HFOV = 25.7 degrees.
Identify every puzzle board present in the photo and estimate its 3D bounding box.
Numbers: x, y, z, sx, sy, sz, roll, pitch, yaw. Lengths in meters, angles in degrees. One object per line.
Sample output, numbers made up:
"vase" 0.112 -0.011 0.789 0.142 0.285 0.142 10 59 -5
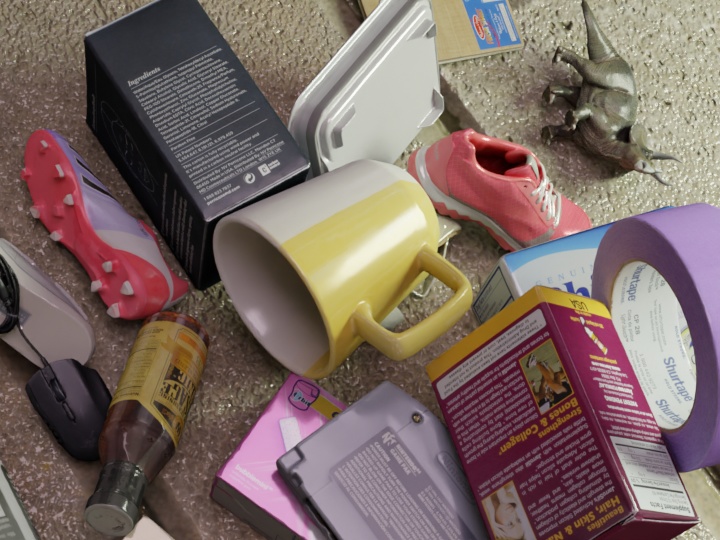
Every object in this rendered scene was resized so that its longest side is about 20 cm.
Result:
"puzzle board" 0.062 -0.292 1.565 0.149 0.017 0.201 -11 69 -18

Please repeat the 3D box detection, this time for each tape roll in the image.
"tape roll" 0.252 0.052 1.225 0.065 0.200 0.202 -12 68 -16

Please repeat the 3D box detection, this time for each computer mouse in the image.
"computer mouse" -0.257 0.071 1.269 0.058 0.034 0.201 -32 106 1

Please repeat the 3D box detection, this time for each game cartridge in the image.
"game cartridge" 0.042 0.194 1.249 0.133 0.042 0.200 -32 77 -25

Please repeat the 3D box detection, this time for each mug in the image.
"mug" -0.005 0.000 1.285 0.153 0.150 0.187 -34 78 -28

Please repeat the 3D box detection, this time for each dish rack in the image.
"dish rack" 0.014 -0.141 1.397 0.043 0.172 0.200 27 62 23

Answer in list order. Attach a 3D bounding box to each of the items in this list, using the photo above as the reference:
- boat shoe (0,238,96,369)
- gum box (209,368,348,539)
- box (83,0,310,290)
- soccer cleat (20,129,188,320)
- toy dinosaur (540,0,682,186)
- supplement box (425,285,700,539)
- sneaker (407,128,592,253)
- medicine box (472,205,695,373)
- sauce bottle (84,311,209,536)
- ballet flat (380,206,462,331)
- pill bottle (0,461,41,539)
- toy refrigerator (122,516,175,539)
"boat shoe" -0.300 0.006 1.301 0.199 0.069 0.072 34 96 -12
"gum box" -0.010 0.190 1.297 0.199 0.066 0.114 35 65 5
"box" -0.145 -0.111 1.362 0.107 0.149 0.201 -30 75 -19
"soccer cleat" -0.225 -0.041 1.372 0.076 0.067 0.201 -11 58 -50
"toy dinosaur" 0.231 -0.162 1.519 0.101 0.077 0.202 7 59 -22
"supplement box" 0.155 0.133 1.229 0.103 0.131 0.201 14 48 -47
"sneaker" 0.142 -0.067 1.413 0.199 0.087 0.074 22 54 -26
"medicine box" 0.225 0.070 1.381 0.181 0.103 0.201 -16 71 -18
"sauce bottle" -0.173 0.123 1.270 0.065 0.066 0.201 17 47 -3
"ballet flat" 0.025 0.014 1.393 0.069 0.070 0.200 35 63 6
"pill bottle" -0.306 0.211 1.202 0.113 0.114 0.201 -25 72 -21
"toy refrigerator" -0.117 0.289 1.226 0.200 0.076 0.070 39 64 7
